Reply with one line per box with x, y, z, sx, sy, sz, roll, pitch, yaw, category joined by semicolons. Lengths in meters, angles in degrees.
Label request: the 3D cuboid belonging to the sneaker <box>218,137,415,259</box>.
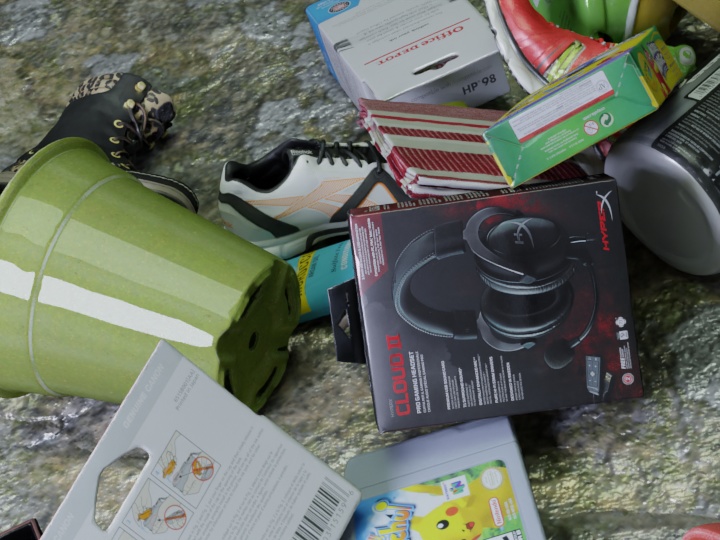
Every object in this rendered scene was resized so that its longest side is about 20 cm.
-0.016;-0.069;1.785;0.200;0.080;0.074;-20;35;-12;sneaker

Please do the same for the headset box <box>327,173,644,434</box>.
0.079;0.022;1.553;0.199;0.149;0.077;-7;4;0;headset box

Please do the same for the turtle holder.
0.198;-0.221;1.835;0.131;0.141;0.186;-11;25;-17;turtle holder

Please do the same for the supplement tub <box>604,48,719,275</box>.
0.281;-0.099;1.665;0.200;0.123;0.122;-39;42;-25;supplement tub

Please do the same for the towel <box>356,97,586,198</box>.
0.083;-0.084;1.687;0.144;0.023;0.200;4;19;-13;towel

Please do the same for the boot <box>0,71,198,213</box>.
-0.196;-0.093;1.903;0.200;0.073;0.151;2;43;33;boot

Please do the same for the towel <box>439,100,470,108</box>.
0.102;-0.070;1.750;0.086;0.018;0.200;-11;38;-34;towel

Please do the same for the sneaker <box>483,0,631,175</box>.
0.166;-0.153;1.755;0.085;0.077;0.200;-37;79;11;sneaker

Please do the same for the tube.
0.000;0.000;1.720;0.200;0.050;0.078;-18;29;26;tube

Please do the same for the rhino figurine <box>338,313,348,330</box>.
0.080;0.018;1.637;0.199;0.088;0.060;-16;40;3;rhino figurine

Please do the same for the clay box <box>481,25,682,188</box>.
0.158;-0.117;1.604;0.115;0.048;0.200;-28;5;16;clay box

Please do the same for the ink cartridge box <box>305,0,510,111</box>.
0.043;-0.173;1.885;0.116;0.067;0.200;-24;33;-6;ink cartridge box

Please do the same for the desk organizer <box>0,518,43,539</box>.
-0.169;0.196;1.538;0.200;0.077;0.072;-25;39;-7;desk organizer

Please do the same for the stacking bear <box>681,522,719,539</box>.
0.299;0.161;1.367;0.200;0.122;0.114;-24;45;-21;stacking bear

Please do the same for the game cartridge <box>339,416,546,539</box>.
0.054;0.179;1.500;0.133;0.041;0.200;-20;38;5;game cartridge

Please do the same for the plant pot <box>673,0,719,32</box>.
0.368;-0.258;1.743;0.200;0.194;0.196;42;58;0;plant pot

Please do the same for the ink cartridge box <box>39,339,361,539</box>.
-0.112;0.173;1.449;0.044;0.173;0.200;-25;31;56;ink cartridge box

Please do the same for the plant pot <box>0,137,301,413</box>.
-0.151;0.026;1.672;0.190;0.200;0.200;18;50;21;plant pot
